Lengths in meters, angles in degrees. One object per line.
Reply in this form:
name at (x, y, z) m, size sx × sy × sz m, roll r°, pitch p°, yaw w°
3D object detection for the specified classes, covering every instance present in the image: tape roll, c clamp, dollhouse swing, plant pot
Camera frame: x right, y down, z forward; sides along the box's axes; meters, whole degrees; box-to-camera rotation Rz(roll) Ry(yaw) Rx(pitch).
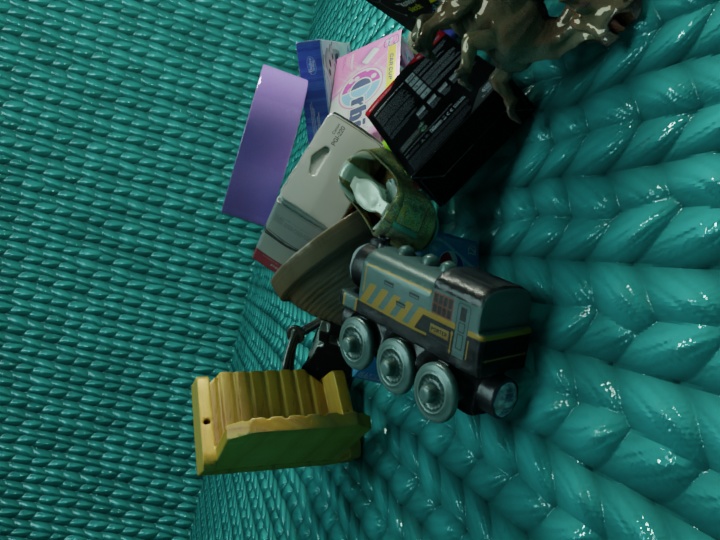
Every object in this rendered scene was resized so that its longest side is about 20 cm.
tape roll at (-0.129, -0.166, 1.010) m, size 0.200 × 0.064 × 0.204 m, roll -164°, pitch 89°, yaw -80°
c clamp at (-0.073, 0.103, 1.140) m, size 0.200 × 0.027 × 0.174 m, roll -36°, pitch -43°, yaw -63°
dollhouse swing at (-0.098, 0.158, 0.925) m, size 0.177 × 0.196 × 0.184 m, roll 110°, pitch 153°, yaw -45°
plant pot at (0.000, 0.000, 0.888) m, size 0.094 × 0.199 × 0.201 m, roll 56°, pitch 155°, yaw 6°

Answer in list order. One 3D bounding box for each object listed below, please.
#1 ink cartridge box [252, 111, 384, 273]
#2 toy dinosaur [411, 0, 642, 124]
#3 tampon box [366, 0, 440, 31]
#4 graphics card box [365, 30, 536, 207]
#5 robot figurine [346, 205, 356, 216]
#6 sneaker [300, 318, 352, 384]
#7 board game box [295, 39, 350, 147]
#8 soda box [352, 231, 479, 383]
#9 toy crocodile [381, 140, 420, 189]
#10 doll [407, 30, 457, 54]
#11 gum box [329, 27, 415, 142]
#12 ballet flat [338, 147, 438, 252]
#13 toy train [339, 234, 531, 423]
ink cartridge box at (-0.059, -0.086, 0.970) m, size 0.147 × 0.084 × 0.200 m, roll -61°, pitch 4°, yaw -24°
toy dinosaur at (0.112, -0.212, 0.596) m, size 0.137 × 0.199 × 0.086 m, roll -55°, pitch -13°, yaw 18°
tampon box at (0.044, -0.353, 0.756) m, size 0.149 × 0.197 × 0.129 m, roll 8°, pitch 76°, yaw 62°
graphics card box at (0.080, -0.159, 0.751) m, size 0.125 × 0.051 × 0.201 m, roll -45°, pitch 28°, yaw 11°
robot figurine at (0.000, -0.080, 1.114) m, size 0.145 × 0.057 × 0.204 m, roll -125°, pitch 52°, yaw -74°
sneaker at (-0.031, 0.100, 1.084) m, size 0.089 × 0.073 × 0.203 m, roll -64°, pitch -5°, yaw -59°
board game box at (-0.043, -0.245, 1.154) m, size 0.199 × 0.042 × 0.204 m, roll -51°, pitch -43°, yaw -71°
soda box at (0.052, 0.045, 0.775) m, size 0.201 × 0.063 × 0.069 m, roll 122°, pitch 157°, yaw -52°
toy crocodile at (0.061, -0.122, 0.898) m, size 0.200 × 0.066 × 0.063 m, roll -142°, pitch 67°, yaw -78°
doll at (0.109, -0.312, 0.922) m, size 0.200 × 0.048 × 0.139 m, roll 162°, pitch 127°, yaw -72°
gum box at (0.021, -0.237, 1.056) m, size 0.112 × 0.066 × 0.203 m, roll -17°, pitch 50°, yaw 28°
ballet flat at (0.013, -0.081, 0.740) m, size 0.200 × 0.069 × 0.072 m, roll 55°, pitch 131°, yaw 56°
toy train at (0.055, 0.043, 0.621) m, size 0.199 × 0.084 × 0.116 m, roll 26°, pitch 112°, yaw 49°
